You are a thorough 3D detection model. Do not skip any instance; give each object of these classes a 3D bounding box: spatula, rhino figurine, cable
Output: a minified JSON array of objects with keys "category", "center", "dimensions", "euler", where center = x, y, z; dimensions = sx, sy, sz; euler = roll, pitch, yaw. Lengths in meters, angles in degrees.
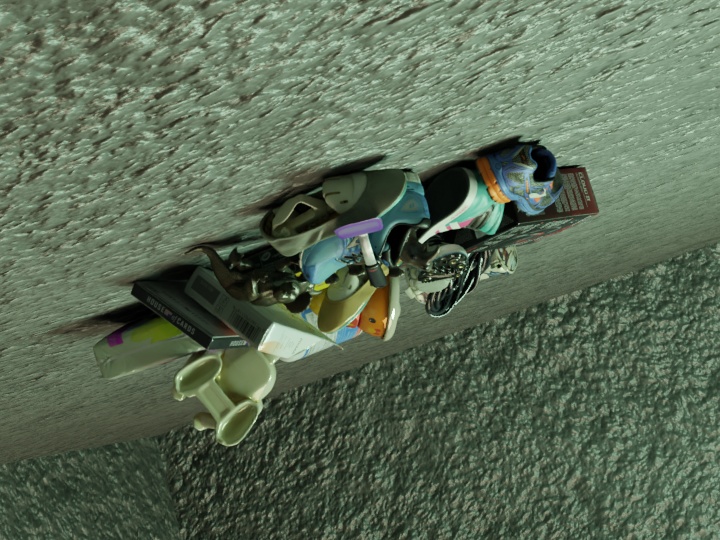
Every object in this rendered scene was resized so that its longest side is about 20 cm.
[{"category":"spatula","center":[0.009,-0.019,1.436],"dimensions":[0.055,0.021,0.201],"euler":[-13,153,4]},{"category":"rhino figurine","center":[0.023,-0.029,1.583],"dimensions":[0.198,0.089,0.059],"euler":[0,-158,42]},{"category":"cable","center":[0.162,0.002,1.911],"dimensions":[0.202,0.050,0.163],"euler":[-59,170,25]}]

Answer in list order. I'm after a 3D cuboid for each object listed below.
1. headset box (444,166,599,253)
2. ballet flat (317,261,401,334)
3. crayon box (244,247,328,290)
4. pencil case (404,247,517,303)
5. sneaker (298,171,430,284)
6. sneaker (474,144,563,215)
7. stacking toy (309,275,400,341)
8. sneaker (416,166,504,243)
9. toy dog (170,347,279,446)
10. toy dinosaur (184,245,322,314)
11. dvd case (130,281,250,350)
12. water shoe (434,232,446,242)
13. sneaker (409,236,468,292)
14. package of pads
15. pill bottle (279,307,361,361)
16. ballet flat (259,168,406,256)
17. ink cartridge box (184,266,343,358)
[{"category":"headset box","center":[0.236,-0.086,1.761],"dimensions":[0.198,0.076,0.148],"euler":[-9,169,-39]},{"category":"ballet flat","center":[0.000,0.000,1.703],"dimensions":[0.200,0.063,0.068],"euler":[-47,-140,-19]},{"category":"crayon box","center":[-0.070,-0.009,1.760],"dimensions":[0.125,0.052,0.199],"euler":[-21,169,23]},{"category":"pencil case","center":[0.173,-0.004,2.127],"dimensions":[0.197,0.079,0.089],"euler":[-20,-169,25]},{"category":"sneaker","center":[0.004,-0.036,1.503],"dimensions":[0.199,0.091,0.078],"euler":[-37,162,27]},{"category":"sneaker","center":[0.222,-0.120,1.553],"dimensions":[0.078,0.077,0.199],"euler":[-24,170,27]},{"category":"stacking toy","center":[-0.039,0.036,1.947],"dimensions":[0.196,0.149,0.146],"euler":[2,169,-6]},{"category":"sneaker","center":[0.119,-0.077,1.610],"dimensions":[0.119,0.085,0.199],"euler":[3,159,-37]},{"category":"toy dog","center":[-0.208,0.159,1.896],"dimensions":[0.195,0.139,0.200],"euler":[-49,-171,-8]},{"category":"toy dinosaur","center":[-0.132,0.017,1.570],"dimensions":[0.196,0.078,0.103],"euler":[3,151,-16]},{"category":"dvd case","center":[-0.210,0.061,1.710],"dimensions":[0.025,0.149,0.199],"euler":[-63,156,12]},{"category":"water shoe","center":[0.118,-0.045,1.899],"dimensions":[0.079,0.072,0.200],"euler":[-43,172,-8]},{"category":"sneaker","center":[0.105,-0.016,1.691],"dimensions":[0.070,0.074,0.200],"euler":[-4,172,-7]},{"category":"package of pads","center":[-0.292,0.099,1.872],"dimensions":[0.197,0.069,0.155],"euler":[-18,-175,11]},{"category":"pill bottle","center":[-0.097,0.085,2.018],"dimensions":[0.198,0.114,0.112],"euler":[-18,174,-33]},{"category":"ballet flat","center":[-0.038,-0.073,1.411],"dimensions":[0.198,0.068,0.063],"euler":[-25,137,33]},{"category":"ink cartridge box","center":[-0.135,0.070,1.714],"dimensions":[0.051,0.161,0.199],"euler":[-57,149,2]}]
